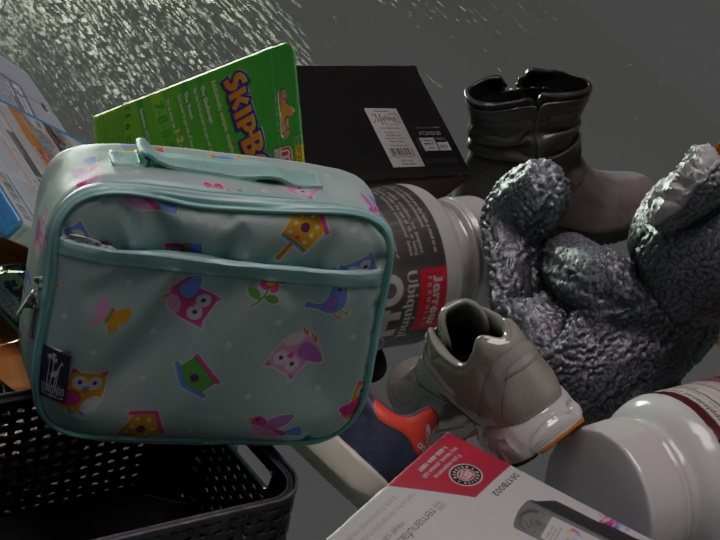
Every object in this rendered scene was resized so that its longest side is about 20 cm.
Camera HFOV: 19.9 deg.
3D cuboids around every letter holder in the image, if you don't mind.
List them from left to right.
[{"bbox_3d":[-0.043,-0.070,1.506,0.199,0.142,0.101,-7,64,-52],"label":"letter holder"}]

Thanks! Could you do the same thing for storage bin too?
[{"bbox_3d":[-0.149,0.138,1.119,0.198,0.095,0.135,-10,37,-33],"label":"storage bin"}]

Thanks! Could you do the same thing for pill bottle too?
[{"bbox_3d":[0.000,0.000,1.392,0.198,0.112,0.111,-9,36,-33],"label":"pill bottle"},{"bbox_3d":[0.218,0.124,1.262,0.199,0.115,0.114,-11,37,-35],"label":"pill bottle"}]

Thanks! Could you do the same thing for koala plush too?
[{"bbox_3d":[0.201,0.002,1.335,0.177,0.199,0.185,33,40,-31],"label":"koala plush"}]

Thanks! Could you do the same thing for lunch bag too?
[{"bbox_3d":[-0.086,0.012,1.102,0.198,0.162,0.077,4,30,-17],"label":"lunch bag"}]

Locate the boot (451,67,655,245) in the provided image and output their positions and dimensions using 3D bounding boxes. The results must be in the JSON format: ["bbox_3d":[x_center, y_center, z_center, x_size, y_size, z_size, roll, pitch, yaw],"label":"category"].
[{"bbox_3d":[0.162,-0.090,1.587,0.198,0.133,0.070,-8,34,-32],"label":"boot"}]

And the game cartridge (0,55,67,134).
[{"bbox_3d":[-0.240,-0.083,1.422,0.133,0.040,0.201,29,24,-50],"label":"game cartridge"}]

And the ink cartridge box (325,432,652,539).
[{"bbox_3d":[0.089,0.191,1.128,0.199,0.086,0.147,24,31,22],"label":"ink cartridge box"}]

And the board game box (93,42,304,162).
[{"bbox_3d":[-0.108,-0.084,1.405,0.199,0.097,0.030,-16,-16,42],"label":"board game box"}]

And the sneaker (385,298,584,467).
[{"bbox_3d":[0.065,0.057,1.272,0.075,0.093,0.200,-30,14,-21],"label":"sneaker"}]

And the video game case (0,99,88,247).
[{"bbox_3d":[-0.203,-0.054,1.338,0.144,0.018,0.200,54,12,26],"label":"video game case"}]

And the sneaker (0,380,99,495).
[{"bbox_3d":[-0.244,0.078,1.191,0.198,0.084,0.077,7,31,-10],"label":"sneaker"}]

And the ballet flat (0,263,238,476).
[{"bbox_3d":[-0.145,0.043,1.260,0.200,0.075,0.074,39,36,13],"label":"ballet flat"}]

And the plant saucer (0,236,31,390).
[{"bbox_3d":[-0.262,0.028,1.319,0.198,0.038,0.201,9,30,-5],"label":"plant saucer"}]

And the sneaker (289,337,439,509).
[{"bbox_3d":[-0.034,0.058,1.274,0.200,0.075,0.085,41,78,17],"label":"sneaker"}]

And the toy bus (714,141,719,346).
[{"bbox_3d":[0.345,-0.007,1.544,0.191,0.136,0.201,25,30,-11],"label":"toy bus"}]
